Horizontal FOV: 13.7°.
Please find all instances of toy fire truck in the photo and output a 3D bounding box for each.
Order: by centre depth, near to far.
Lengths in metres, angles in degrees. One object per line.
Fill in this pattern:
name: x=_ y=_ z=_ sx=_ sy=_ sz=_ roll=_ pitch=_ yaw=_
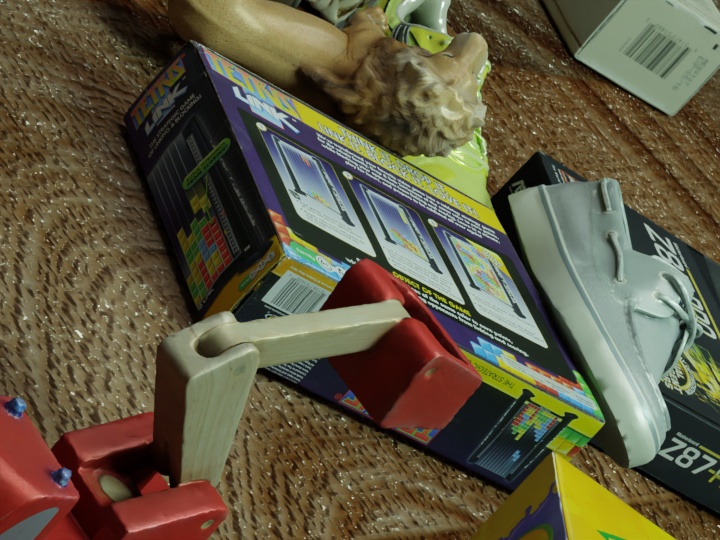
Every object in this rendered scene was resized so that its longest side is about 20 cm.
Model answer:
toy fire truck: x=-0.061 y=0.056 z=0.995 sx=0.049 sy=0.141 sz=0.200 roll=52 pitch=22 yaw=26

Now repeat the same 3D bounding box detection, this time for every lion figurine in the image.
lion figurine: x=-0.035 y=-0.110 z=1.446 sx=0.199 sy=0.073 sz=0.123 roll=17 pitch=14 yaw=-6

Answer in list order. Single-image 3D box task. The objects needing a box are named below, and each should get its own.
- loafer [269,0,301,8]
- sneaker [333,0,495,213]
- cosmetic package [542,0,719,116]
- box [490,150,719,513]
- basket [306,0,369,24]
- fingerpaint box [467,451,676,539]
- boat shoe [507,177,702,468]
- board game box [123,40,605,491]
loafer: x=-0.115 y=-0.191 z=1.521 sx=0.200 sy=0.073 sz=0.071 roll=41 pitch=32 yaw=3
sneaker: x=0.031 y=-0.081 z=1.541 sx=0.075 sy=0.076 sz=0.200 roll=28 pitch=26 yaw=-39
cosmetic package: x=0.171 y=-0.206 z=2.062 sx=0.103 sy=0.073 sz=0.200 roll=28 pitch=24 yaw=-34
box: x=0.157 y=0.041 z=1.568 sx=0.161 sy=0.049 sz=0.200 roll=32 pitch=23 yaw=-29
basket: x=0.014 y=-0.264 z=1.709 sx=0.161 sy=0.198 sz=0.200 roll=42 pitch=19 yaw=-6
fingerpaint box: x=0.056 y=0.180 z=0.878 sx=0.167 sy=0.200 sz=0.073 roll=35 pitch=20 yaw=-17
boat shoe: x=0.124 y=0.015 z=1.433 sx=0.201 sy=0.071 sz=0.070 roll=-108 pitch=180 yaw=-54
board game box: x=0.000 y=0.000 z=1.350 sx=0.200 sy=0.057 sz=0.166 roll=28 pitch=22 yaw=-35
